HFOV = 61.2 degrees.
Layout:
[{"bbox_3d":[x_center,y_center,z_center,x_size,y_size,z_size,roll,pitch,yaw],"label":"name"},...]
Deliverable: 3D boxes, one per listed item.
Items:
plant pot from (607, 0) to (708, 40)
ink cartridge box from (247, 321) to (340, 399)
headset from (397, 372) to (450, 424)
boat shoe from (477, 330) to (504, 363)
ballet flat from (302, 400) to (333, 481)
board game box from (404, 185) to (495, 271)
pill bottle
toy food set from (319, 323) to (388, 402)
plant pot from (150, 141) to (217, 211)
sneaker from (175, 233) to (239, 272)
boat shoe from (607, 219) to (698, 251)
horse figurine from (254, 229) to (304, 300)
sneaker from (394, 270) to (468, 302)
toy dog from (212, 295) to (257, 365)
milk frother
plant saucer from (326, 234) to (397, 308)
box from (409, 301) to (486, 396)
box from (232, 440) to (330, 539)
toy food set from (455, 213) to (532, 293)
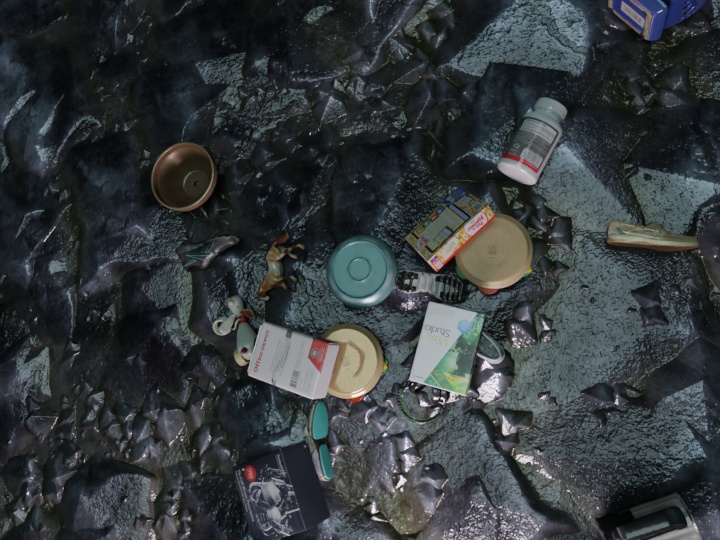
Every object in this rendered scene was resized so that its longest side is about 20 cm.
[{"bbox_3d":[0.724,-0.696,1.485,0.180,0.200,0.200,-43,73,11],"label":"plant pot"},{"bbox_3d":[-0.172,0.229,1.568,0.199,0.083,0.147,15,88,23],"label":"ink cartridge box"},{"bbox_3d":[0.169,0.281,1.511,0.123,0.094,0.201,24,71,16],"label":"headset"},{"bbox_3d":[0.273,0.157,1.517,0.201,0.072,0.070,37,91,17],"label":"boat shoe"},{"bbox_3d":[-0.118,0.442,1.575,0.072,0.072,0.201,-10,77,12],"label":"ballet flat"},{"bbox_3d":[0.222,-0.109,1.543,0.200,0.046,0.152,-43,32,4],"label":"board game box"},{"bbox_3d":[0.438,-0.328,1.535,0.110,0.111,0.201,29,89,17],"label":"pill bottle"},{"bbox_3d":[-0.034,0.240,1.594,0.200,0.049,0.198,-36,75,6],"label":"toy food set"},{"bbox_3d":[-0.496,-0.263,1.771,0.200,0.093,0.202,-3,80,15],"label":"plant pot"},{"bbox_3d":[-0.430,-0.053,1.740,0.199,0.075,0.080,-15,91,18],"label":"sneaker"},{"bbox_3d":[0.697,-0.086,1.453,0.199,0.072,0.065,7,84,21],"label":"boat shoe"},{"bbox_3d":[-0.221,-0.011,1.676,0.132,0.050,0.201,4,90,32],"label":"horse figurine"},{"bbox_3d":[0.177,0.036,1.564,0.199,0.090,0.067,10,92,-10],"label":"sneaker"},{"bbox_3d":[-0.327,0.166,1.655,0.132,0.096,0.200,-46,74,3],"label":"toy dog"},{"bbox_3d":[0.633,0.603,1.294,0.187,0.180,0.201,-24,73,10],"label":"milk frother"},{"bbox_3d":[0.000,0.000,1.636,0.199,0.027,0.201,-3,80,15],"label":"plant saucer"},{"bbox_3d":[0.211,0.187,1.474,0.144,0.036,0.201,12,83,22],"label":"box"},{"bbox_3d":[-0.201,0.555,1.527,0.182,0.104,0.201,-29,74,28],"label":"box"},{"bbox_3d":[0.333,-0.046,1.538,0.199,0.049,0.199,-16,75,10],"label":"toy food set"}]
